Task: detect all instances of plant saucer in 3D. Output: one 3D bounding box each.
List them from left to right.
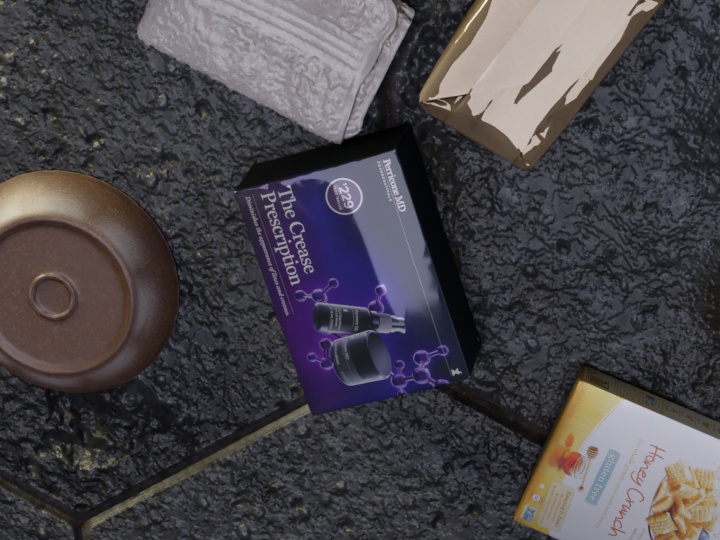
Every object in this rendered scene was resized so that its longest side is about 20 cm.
[{"bbox_3d":[-0.253,0.017,1.850,0.200,0.037,0.201,4,111,10],"label":"plant saucer"}]

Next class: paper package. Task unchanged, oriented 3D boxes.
[{"bbox_3d":[0.143,-0.190,1.607,0.103,0.200,0.191,36,112,-4],"label":"paper package"}]

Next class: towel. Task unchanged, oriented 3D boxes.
[{"bbox_3d":[-0.068,-0.195,1.737,0.200,0.034,0.133,26,112,1],"label":"towel"}]

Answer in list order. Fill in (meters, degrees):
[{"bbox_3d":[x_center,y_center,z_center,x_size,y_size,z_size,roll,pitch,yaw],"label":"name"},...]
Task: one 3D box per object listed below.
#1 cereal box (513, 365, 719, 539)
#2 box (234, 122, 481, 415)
[{"bbox_3d":[0.244,0.181,1.811,0.200,0.040,0.144,23,113,2],"label":"cereal box"},{"bbox_3d":[0.000,0.000,1.774,0.141,0.079,0.200,-15,106,13],"label":"box"}]
